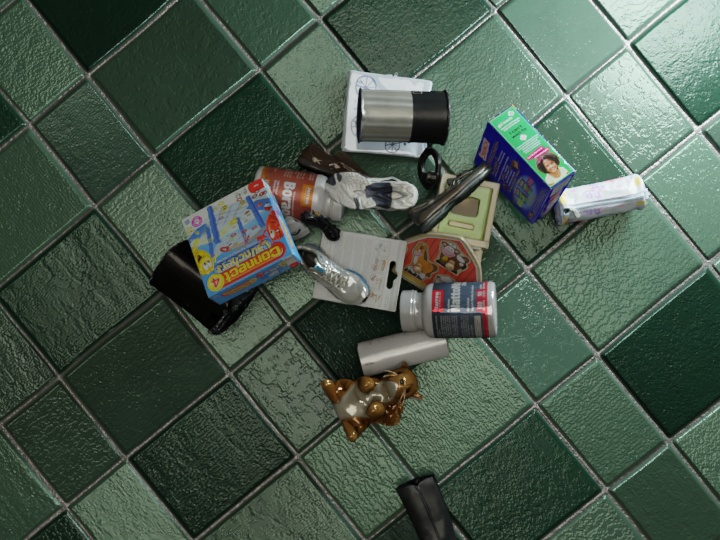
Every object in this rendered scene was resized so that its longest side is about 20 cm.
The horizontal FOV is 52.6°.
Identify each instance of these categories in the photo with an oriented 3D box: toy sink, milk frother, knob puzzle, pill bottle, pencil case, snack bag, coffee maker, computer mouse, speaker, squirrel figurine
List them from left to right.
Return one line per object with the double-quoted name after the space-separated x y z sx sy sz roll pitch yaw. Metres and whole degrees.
-0.349 0.034 1.595 0.200 0.192 0.135 37 88 1 "coffee maker"
-0.152 -0.087 1.616 0.200 0.110 0.044 -7 63 33 "computer mouse"
-0.135 -0.165 1.627 0.200 0.112 0.112 8 90 3 "pill bottle"
0.038 0.275 1.590 0.187 0.200 0.142 -28 70 -1 "squirrel figurine"
0.062 -0.357 1.665 0.200 0.021 0.189 5 91 0 "snack bag"
0.086 -0.281 1.567 0.188 0.181 0.200 1 85 -4 "milk frother"
0.096 0.177 1.632 0.200 0.081 0.081 -14 89 1 "speaker"
0.175 -0.006 1.586 0.220 0.220 0.030 32 49 2 "knob puzzle"
0.189 0.085 1.558 0.200 0.120 0.120 -2 90 12 "pill bottle"
0.222 -0.102 1.612 0.130 0.112 0.200 12 91 3 "toy sink"
0.526 -0.156 1.611 0.200 0.091 0.083 -11 89 2 "pencil case"

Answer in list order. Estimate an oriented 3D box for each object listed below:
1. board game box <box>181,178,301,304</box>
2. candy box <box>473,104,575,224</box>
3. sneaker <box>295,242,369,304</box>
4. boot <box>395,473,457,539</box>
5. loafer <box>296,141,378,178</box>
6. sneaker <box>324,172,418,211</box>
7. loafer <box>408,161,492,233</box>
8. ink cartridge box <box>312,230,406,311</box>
-0.250 -0.061 1.520 0.200 0.056 0.196 -27 67 6 "board game box"
0.344 -0.223 1.555 0.077 0.169 0.200 -36 74 -14 "candy box"
-0.071 0.009 1.585 0.200 0.087 0.075 35 96 16 "sneaker"
0.126 0.578 1.638 0.165 0.066 0.200 -21 92 -6 "boot"
-0.043 -0.236 1.642 0.200 0.073 0.071 22 89 0 "loafer"
0.030 -0.168 1.583 0.199 0.130 0.080 1 92 11 "sneaker"
0.187 -0.165 1.531 0.200 0.072 0.063 -42 79 0 "loafer"
0.000 0.000 1.631 0.200 0.057 0.163 9 90 14 "ink cartridge box"
